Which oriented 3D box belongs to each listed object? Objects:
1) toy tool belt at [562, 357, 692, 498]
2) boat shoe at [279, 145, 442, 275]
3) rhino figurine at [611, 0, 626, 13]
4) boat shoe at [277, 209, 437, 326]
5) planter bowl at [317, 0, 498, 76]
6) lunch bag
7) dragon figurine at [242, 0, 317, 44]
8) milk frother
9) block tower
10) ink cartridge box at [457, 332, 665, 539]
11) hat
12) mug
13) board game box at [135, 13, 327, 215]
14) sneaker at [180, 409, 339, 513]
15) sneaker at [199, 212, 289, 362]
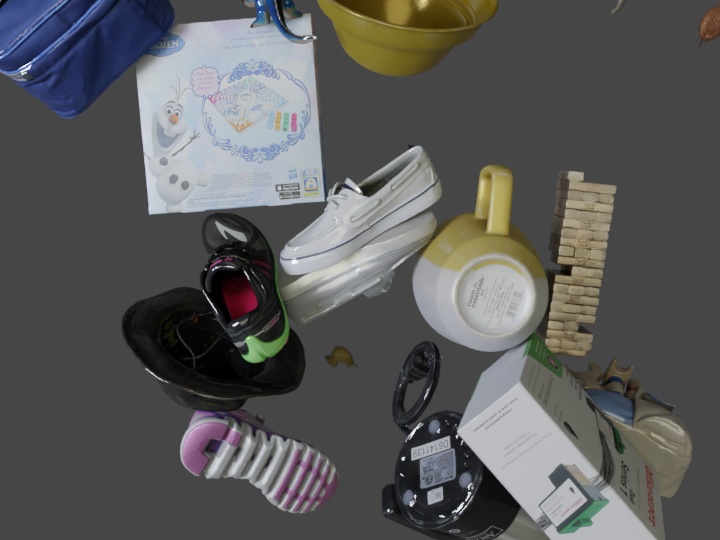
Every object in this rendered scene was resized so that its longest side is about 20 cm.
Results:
[{"bbox_3d":[0.266,0.160,0.909,0.198,0.123,0.126,25,111,11],"label":"toy tool belt"},{"bbox_3d":[-0.007,-0.068,0.885,0.199,0.073,0.066,-32,118,-12],"label":"boat shoe"},{"bbox_3d":[0.257,-0.375,0.867,0.086,0.060,0.203,-7,98,12],"label":"rhino figurine"},{"bbox_3d":[0.000,0.000,0.910,0.198,0.072,0.069,-29,116,-2],"label":"boat shoe"},{"bbox_3d":[0.036,-0.260,0.849,0.197,0.202,0.084,13,132,0],"label":"planter bowl"},{"bbox_3d":[-0.297,-0.276,0.829,0.200,0.132,0.136,-43,64,4],"label":"lunch bag"},{"bbox_3d":[-0.096,-0.309,0.839,0.058,0.201,0.100,-13,134,-7],"label":"dragon figurine"},{"bbox_3d":[0.127,0.198,0.899,0.187,0.179,0.203,31,63,-36],"label":"milk frother"},{"bbox_3d":[0.237,-0.007,0.908,0.057,0.054,0.203,6,96,0],"label":"block tower"},{"bbox_3d":[0.197,0.179,0.792,0.084,0.146,0.200,-42,90,22],"label":"ink cartridge box"},{"bbox_3d":[-0.162,0.103,0.878,0.198,0.201,0.082,21,115,-1],"label":"hat"},{"bbox_3d":[0.123,0.001,0.862,0.148,0.153,0.189,-26,94,4],"label":"mug"},{"bbox_3d":[-0.142,-0.170,0.903,0.197,0.043,0.202,-4,96,2],"label":"board game box"},{"bbox_3d":[-0.113,0.204,0.928,0.199,0.088,0.081,29,95,-24],"label":"sneaker"},{"bbox_3d":[-0.129,0.001,0.864,0.076,0.084,0.201,-31,50,3],"label":"sneaker"}]
